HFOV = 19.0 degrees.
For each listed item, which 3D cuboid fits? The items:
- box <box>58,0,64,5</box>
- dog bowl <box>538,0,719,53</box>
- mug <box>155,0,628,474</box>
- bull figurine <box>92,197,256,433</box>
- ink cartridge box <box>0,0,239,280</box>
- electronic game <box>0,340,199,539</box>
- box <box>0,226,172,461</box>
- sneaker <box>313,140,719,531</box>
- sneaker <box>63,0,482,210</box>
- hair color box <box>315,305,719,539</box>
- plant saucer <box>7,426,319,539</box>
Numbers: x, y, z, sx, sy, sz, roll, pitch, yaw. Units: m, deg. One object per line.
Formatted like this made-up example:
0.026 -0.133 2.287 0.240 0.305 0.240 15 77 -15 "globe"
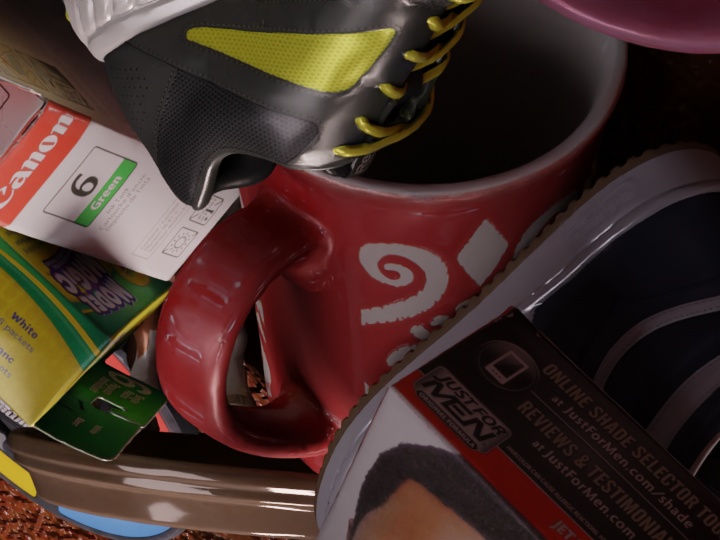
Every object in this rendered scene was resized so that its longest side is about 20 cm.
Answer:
-0.172 -0.154 0.856 0.159 0.048 0.200 49 144 -13 "box"
0.087 -0.147 0.594 0.199 0.074 0.201 25 142 21 "dog bowl"
-0.002 -0.009 0.759 0.200 0.177 0.134 91 156 -54 "mug"
-0.080 -0.001 0.886 0.065 0.122 0.200 7 169 -19 "bull figurine"
-0.130 -0.063 0.709 0.109 0.050 0.200 45 -169 25 "ink cartridge box"
-0.160 0.063 1.091 0.199 0.042 0.201 26 143 21 "electronic game"
-0.142 -0.020 0.760 0.200 0.048 0.117 45 -170 -3 "box"
0.066 0.063 0.690 0.200 0.070 0.109 -48 54 30 "sneaker"
0.005 -0.074 0.597 0.199 0.074 0.085 -16 99 43 "sneaker"
0.030 0.118 0.662 0.101 0.061 0.201 43 137 20 "hair color box"
-0.050 0.090 0.910 0.199 0.199 0.030 4 88 41 "plant saucer"
